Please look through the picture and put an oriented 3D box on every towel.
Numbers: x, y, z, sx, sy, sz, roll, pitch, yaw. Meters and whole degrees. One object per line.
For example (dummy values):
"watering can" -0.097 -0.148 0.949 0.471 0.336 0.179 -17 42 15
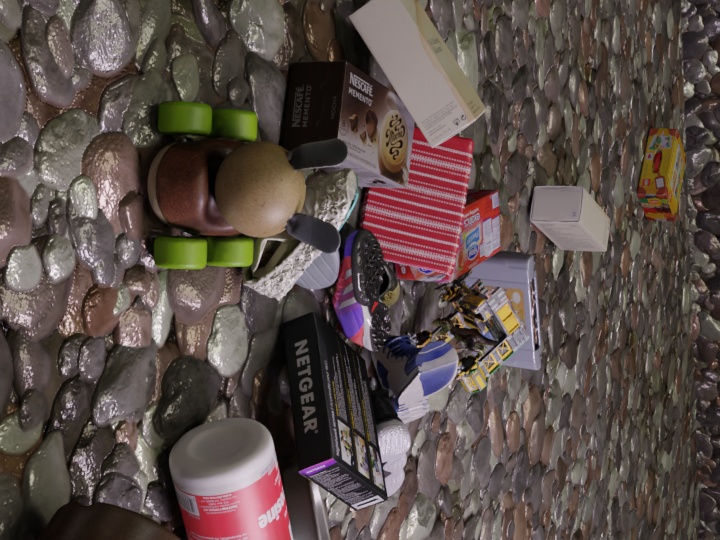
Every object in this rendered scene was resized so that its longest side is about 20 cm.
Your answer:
"towel" 0.077 -0.104 1.433 0.022 0.143 0.202 138 -37 -76

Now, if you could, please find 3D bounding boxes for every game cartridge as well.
"game cartridge" 0.231 0.065 1.714 0.041 0.132 0.202 -36 124 -53

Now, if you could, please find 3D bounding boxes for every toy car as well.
"toy car" -0.098 -0.081 1.038 0.157 0.198 0.166 -4 98 -60

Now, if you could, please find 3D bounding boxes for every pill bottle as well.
"pill bottle" -0.133 0.271 1.113 0.112 0.111 0.202 -41 128 -51

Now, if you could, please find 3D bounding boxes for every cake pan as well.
"cake pan" -0.059 0.322 1.237 0.200 0.036 0.203 169 -90 -88

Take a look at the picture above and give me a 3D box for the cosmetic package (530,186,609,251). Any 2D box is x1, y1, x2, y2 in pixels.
"cosmetic package" 0.418 -0.100 2.043 0.200 0.103 0.074 32 65 -59

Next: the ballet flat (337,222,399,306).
"ballet flat" 0.000 0.000 1.356 0.067 0.057 0.200 -49 139 -3

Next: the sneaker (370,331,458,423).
"sneaker" 0.060 0.130 1.429 0.200 0.080 0.116 116 -43 -59

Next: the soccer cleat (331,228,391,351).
"soccer cleat" -0.009 0.023 1.303 0.068 0.073 0.201 -56 152 -34

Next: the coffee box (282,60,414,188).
"coffee box" -0.010 -0.180 1.303 0.200 0.079 0.114 17 78 -61

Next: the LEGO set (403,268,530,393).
"LEGO set" 0.140 0.075 1.500 0.153 0.200 0.116 -36 116 -6

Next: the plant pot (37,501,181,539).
"plant pot" -0.237 0.321 0.873 0.199 0.198 0.201 -68 147 -43

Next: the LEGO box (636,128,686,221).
"LEGO box" 0.806 -0.254 2.755 0.149 0.076 0.202 47 54 -53

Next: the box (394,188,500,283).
"box" 0.132 -0.057 1.559 0.200 0.095 0.101 -29 118 -56

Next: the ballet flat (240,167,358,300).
"ballet flat" -0.073 -0.037 1.129 0.200 0.072 0.072 -52 172 37

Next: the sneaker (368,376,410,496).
"sneaker" 0.016 0.230 1.404 0.201 0.075 0.115 103 -25 -48

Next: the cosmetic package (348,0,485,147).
"cosmetic package" 0.077 -0.269 1.348 0.201 0.073 0.104 57 21 -7

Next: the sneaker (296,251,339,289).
"sneaker" -0.070 -0.055 1.227 0.201 0.072 0.071 71 13 -52

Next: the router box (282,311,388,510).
"router box" -0.031 0.171 1.255 0.149 0.051 0.202 48 26 -50
